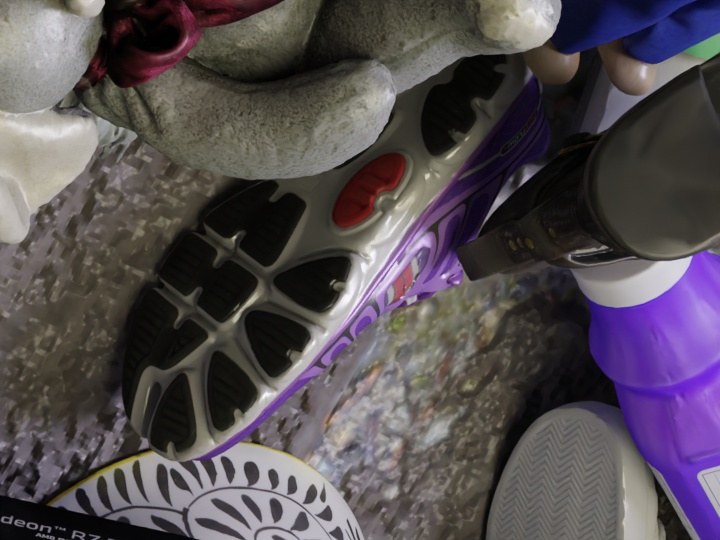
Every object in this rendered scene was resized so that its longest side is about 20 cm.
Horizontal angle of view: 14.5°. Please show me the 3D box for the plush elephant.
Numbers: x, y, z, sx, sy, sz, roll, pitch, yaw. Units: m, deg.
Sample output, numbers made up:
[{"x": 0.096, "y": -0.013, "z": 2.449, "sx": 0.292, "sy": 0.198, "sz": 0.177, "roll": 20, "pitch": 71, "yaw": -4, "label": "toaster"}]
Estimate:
[{"x": -0.074, "y": -0.094, "z": 0.866, "sx": 0.200, "sy": 0.165, "sz": 0.155, "roll": -36, "pitch": 161, "yaw": 32, "label": "plush elephant"}]

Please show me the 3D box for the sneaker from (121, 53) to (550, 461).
[{"x": 0.000, "y": 0.000, "z": 1.035, "sx": 0.200, "sy": 0.081, "sz": 0.083, "roll": -45, "pitch": 138, "yaw": -6, "label": "sneaker"}]

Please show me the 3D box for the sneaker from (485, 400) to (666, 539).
[{"x": 0.115, "y": 0.133, "z": 1.201, "sx": 0.116, "sy": 0.074, "sz": 0.200, "roll": -18, "pitch": 124, "yaw": -39, "label": "sneaker"}]

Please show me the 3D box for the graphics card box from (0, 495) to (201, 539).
[{"x": -0.129, "y": 0.141, "z": 0.975, "sx": 0.200, "sy": 0.051, "sz": 0.126, "roll": 13, "pitch": 110, "yaw": -2, "label": "graphics card box"}]

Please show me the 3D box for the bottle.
[{"x": 0.138, "y": 0.050, "z": 1.114, "sx": 0.065, "sy": 0.084, "sz": 0.200, "roll": -17, "pitch": 132, "yaw": 17, "label": "bottle"}]

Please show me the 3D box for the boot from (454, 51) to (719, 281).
[{"x": 0.133, "y": -0.053, "z": 0.970, "sx": 0.200, "sy": 0.174, "sz": 0.069, "roll": -24, "pitch": 91, "yaw": -8, "label": "boot"}]

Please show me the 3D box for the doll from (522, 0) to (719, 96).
[{"x": 0.136, "y": -0.112, "z": 0.951, "sx": 0.136, "sy": 0.200, "sz": 0.049, "roll": 4, "pitch": 71, "yaw": -38, "label": "doll"}]

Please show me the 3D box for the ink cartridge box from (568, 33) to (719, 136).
[{"x": 0.195, "y": -0.082, "z": 1.085, "sx": 0.200, "sy": 0.050, "sz": 0.161, "roll": 16, "pitch": 107, "yaw": -5, "label": "ink cartridge box"}]

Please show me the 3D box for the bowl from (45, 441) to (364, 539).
[{"x": -0.057, "y": 0.174, "z": 1.078, "sx": 0.201, "sy": 0.094, "sz": 0.201, "roll": -17, "pitch": 123, "yaw": -28, "label": "bowl"}]
